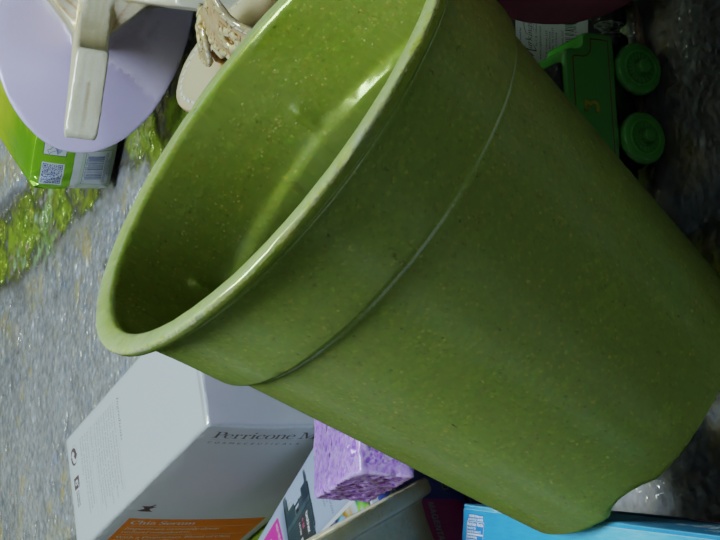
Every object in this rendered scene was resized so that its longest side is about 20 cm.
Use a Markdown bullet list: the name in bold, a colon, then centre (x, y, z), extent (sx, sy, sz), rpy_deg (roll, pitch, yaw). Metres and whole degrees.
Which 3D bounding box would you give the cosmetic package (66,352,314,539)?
- **cosmetic package**: centre (-0.079, 0.089, 1.231), extent (0.200, 0.101, 0.072), rpy_deg (-46, 48, 54)

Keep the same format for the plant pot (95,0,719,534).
- **plant pot**: centre (0.036, -0.002, 0.852), extent (0.200, 0.190, 0.201), rpy_deg (-45, 22, 23)

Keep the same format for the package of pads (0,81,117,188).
- **package of pads**: centre (-0.213, -0.163, 1.567), extent (0.200, 0.068, 0.156), rpy_deg (46, 129, 55)

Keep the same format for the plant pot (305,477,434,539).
- **plant pot**: centre (-0.016, 0.218, 0.983), extent (0.184, 0.200, 0.200), rpy_deg (61, 147, 5)

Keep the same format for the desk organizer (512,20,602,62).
- **desk organizer**: centre (0.061, -0.043, 0.998), extent (0.077, 0.071, 0.202), rpy_deg (151, 120, -66)

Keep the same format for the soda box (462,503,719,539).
- **soda box**: centre (0.114, 0.127, 0.874), extent (0.200, 0.067, 0.065), rpy_deg (-2, 84, 63)

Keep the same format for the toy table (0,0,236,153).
- **toy table**: centre (-0.156, -0.170, 1.358), extent (0.117, 0.182, 0.202), rpy_deg (-149, 56, -79)

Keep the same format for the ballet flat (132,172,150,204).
- **ballet flat**: centre (-0.071, -0.064, 1.289), extent (0.200, 0.075, 0.064), rpy_deg (-44, 18, 48)

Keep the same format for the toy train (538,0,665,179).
- **toy train**: centre (0.092, -0.132, 0.961), extent (0.042, 0.056, 0.202), rpy_deg (-25, 65, 60)

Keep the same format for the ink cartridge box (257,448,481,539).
- **ink cartridge box**: centre (0.008, 0.130, 1.121), extent (0.200, 0.042, 0.120), rpy_deg (-58, 39, 42)

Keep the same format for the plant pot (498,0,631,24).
- **plant pot**: centre (0.086, -0.189, 0.853), extent (0.179, 0.198, 0.202), rpy_deg (117, 148, -66)

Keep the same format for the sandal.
- **sandal**: centre (-0.044, -0.144, 1.151), extent (0.211, 0.069, 0.078), rpy_deg (-17, 54, 43)

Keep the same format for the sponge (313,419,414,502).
- **sponge**: centre (0.000, 0.000, 1.031), extent (0.112, 0.030, 0.202), rpy_deg (128, 143, -75)
